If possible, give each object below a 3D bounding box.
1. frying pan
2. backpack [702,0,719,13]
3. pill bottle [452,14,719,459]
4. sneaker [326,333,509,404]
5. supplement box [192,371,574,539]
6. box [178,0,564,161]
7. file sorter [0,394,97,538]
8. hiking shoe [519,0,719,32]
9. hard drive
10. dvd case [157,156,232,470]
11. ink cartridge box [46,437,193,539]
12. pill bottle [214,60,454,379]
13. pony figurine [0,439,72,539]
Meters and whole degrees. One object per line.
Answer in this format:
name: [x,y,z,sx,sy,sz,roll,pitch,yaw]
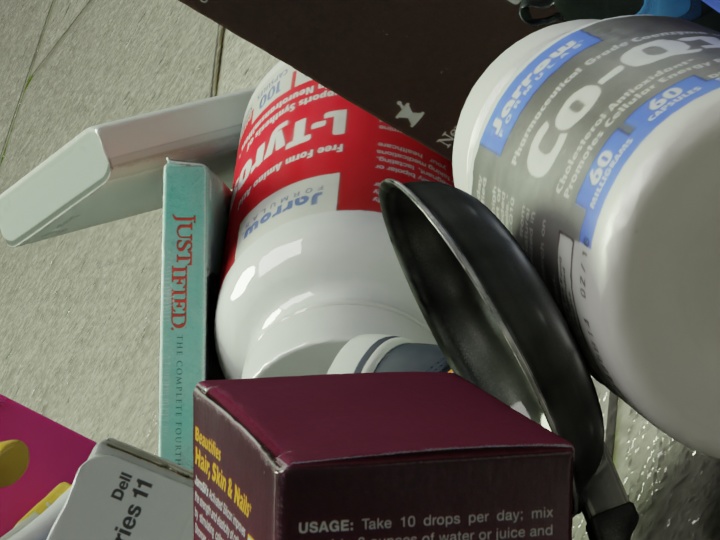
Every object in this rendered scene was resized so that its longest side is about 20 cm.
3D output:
frying pan: [0.057,0.045,0.822,0.031,0.115,0.190,-29,53,-8]
backpack: [0.154,-0.151,0.864,0.200,0.168,0.163,43,107,38]
pill bottle: [0.098,-0.019,0.885,0.114,0.114,0.200,-59,18,4]
sneaker: [0.007,0.115,0.901,0.079,0.078,0.201,7,70,31]
supplement box: [0.004,0.137,0.810,0.110,0.085,0.201,-149,58,-72]
box: [0.028,-0.113,1.081,0.100,0.200,0.075,-49,21,32]
file sorter: [-0.190,0.178,1.345,0.125,0.139,0.200,-34,31,61]
hiking shoe: [0.146,-0.148,0.998,0.200,0.087,0.074,-56,18,13]
hard drive: [-0.053,-0.059,1.288,0.132,0.200,0.026,-28,80,60]
dvd case: [-0.064,0.037,1.188,0.200,0.022,0.147,71,-161,-85]
ink cartridge box: [-0.085,0.166,1.041,0.200,0.083,0.147,96,-164,-69]
pill bottle: [0.000,0.000,1.132,0.112,0.112,0.200,-50,20,30]
pony figurine: [-0.174,0.147,1.195,0.200,0.167,0.193,-24,27,-27]
